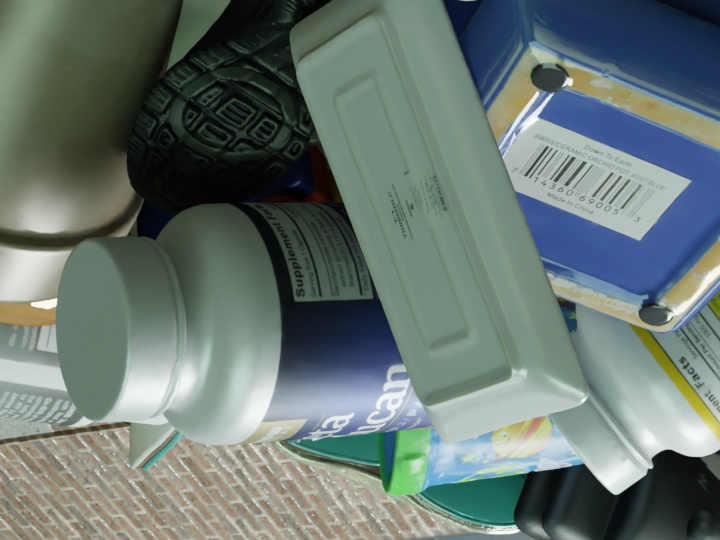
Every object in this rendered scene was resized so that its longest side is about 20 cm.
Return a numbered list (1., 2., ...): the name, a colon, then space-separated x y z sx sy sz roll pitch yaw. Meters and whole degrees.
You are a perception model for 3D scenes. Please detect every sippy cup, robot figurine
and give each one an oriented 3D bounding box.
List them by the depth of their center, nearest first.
1. sippy cup: 0.079 0.065 1.115 0.129 0.178 0.141 1 107 -4
2. robot figurine: 0.201 0.170 1.213 0.199 0.151 0.125 26 118 -17

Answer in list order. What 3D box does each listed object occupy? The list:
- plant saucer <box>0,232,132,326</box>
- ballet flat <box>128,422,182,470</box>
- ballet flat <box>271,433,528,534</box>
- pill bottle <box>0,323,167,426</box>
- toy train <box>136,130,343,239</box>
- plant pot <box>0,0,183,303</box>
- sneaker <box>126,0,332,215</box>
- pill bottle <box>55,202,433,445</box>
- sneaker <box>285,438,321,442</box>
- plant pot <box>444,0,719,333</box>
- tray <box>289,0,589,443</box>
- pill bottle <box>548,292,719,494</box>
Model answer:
1. plant saucer: -0.214 -0.030 1.012 0.199 0.200 0.038 25 108 -17
2. ballet flat: -0.107 0.056 1.202 0.069 0.070 0.200 29 134 -21
3. ballet flat: 0.025 0.121 1.257 0.198 0.068 0.062 24 168 -10
4. pill bottle: -0.202 0.031 1.110 0.198 0.115 0.114 12 145 -29
5. toy train: -0.021 -0.044 1.048 0.199 0.085 0.115 -28 144 29
6. plant pot: -0.172 -0.114 0.918 0.198 0.201 0.174 24 124 -16
7. sneaker: -0.038 -0.110 0.900 0.076 0.091 0.200 40 101 -12
8. pill bottle: -0.037 0.024 0.884 0.198 0.112 0.111 -2 150 -32
9. sneaker: 0.000 0.000 1.011 0.077 0.200 0.086 33 168 35
10. plant pot: 0.116 -0.099 0.855 0.198 0.181 0.200 20 141 -12
11. tray: 0.025 -0.026 0.803 0.022 0.202 0.107 -19 177 -37
12. pill bottle: 0.186 0.023 0.979 0.199 0.113 0.112 -38 127 7
